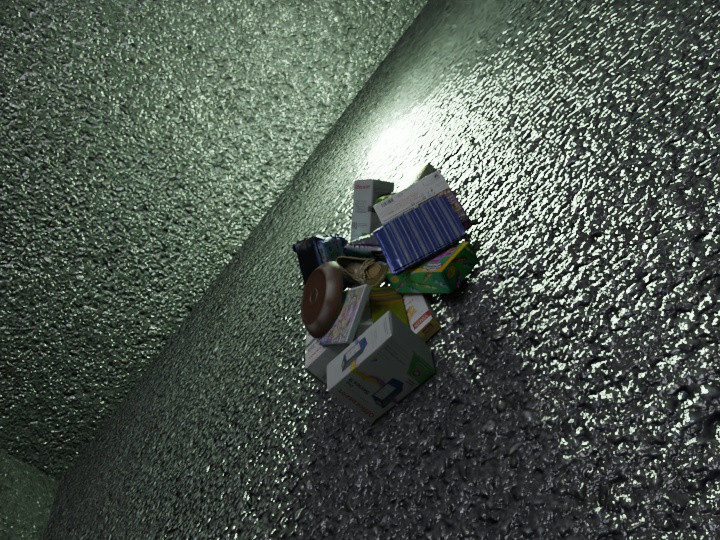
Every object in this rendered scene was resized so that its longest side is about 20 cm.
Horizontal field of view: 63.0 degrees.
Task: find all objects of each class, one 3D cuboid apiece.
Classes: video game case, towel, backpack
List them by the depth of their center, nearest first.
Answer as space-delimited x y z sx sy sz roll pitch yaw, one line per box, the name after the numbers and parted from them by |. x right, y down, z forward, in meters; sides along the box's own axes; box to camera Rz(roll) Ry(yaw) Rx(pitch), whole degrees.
0.139 -0.084 1.389 0.195 0.024 0.147 -27 53 2 | towel
0.066 0.094 1.389 0.083 0.019 0.202 -9 30 0 | towel
0.148 -0.135 1.448 0.196 0.036 0.184 -28 53 3 | video game case
-0.042 0.114 1.450 0.199 0.018 0.147 -21 48 66 | video game case
-0.082 -0.018 1.710 0.132 0.189 0.198 -15 -2 35 | backpack

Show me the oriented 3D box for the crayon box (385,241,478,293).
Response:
0.166 -0.006 1.386 0.118 0.059 0.197 -42 23 -30 | crayon box

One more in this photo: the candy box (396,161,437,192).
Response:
0.154 -0.232 1.822 0.203 0.055 0.115 -60 22 -16 | candy box

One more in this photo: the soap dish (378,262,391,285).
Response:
0.112 -0.068 1.568 0.205 0.079 0.157 -67 21 7 | soap dish

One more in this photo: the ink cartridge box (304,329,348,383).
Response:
-0.078 0.185 1.608 0.145 0.084 0.202 -43 26 19 | ink cartridge box

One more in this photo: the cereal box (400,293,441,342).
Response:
0.109 0.120 1.399 0.144 0.039 0.201 -46 22 13 | cereal box

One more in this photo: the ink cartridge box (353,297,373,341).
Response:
0.013 0.149 1.441 0.202 0.065 0.121 -102 18 -62 | ink cartridge box

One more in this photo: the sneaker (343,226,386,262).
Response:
0.035 -0.072 1.559 0.197 0.074 0.090 7 66 53 | sneaker

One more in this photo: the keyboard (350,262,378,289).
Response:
-0.015 0.059 1.567 0.201 0.011 0.056 -50 28 1 | keyboard

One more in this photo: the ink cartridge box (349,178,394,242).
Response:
0.035 -0.172 1.799 0.145 0.081 0.208 -164 77 -65 | ink cartridge box

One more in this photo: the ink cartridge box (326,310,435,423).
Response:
0.041 0.210 1.258 0.199 0.145 0.089 -41 25 21 | ink cartridge box

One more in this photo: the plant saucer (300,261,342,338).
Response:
-0.110 0.071 1.538 0.199 0.036 0.207 -37 45 48 | plant saucer

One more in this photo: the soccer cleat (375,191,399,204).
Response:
0.141 -0.206 1.712 0.193 0.069 0.082 -4 31 11 | soccer cleat

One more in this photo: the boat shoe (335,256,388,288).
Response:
0.001 -0.002 1.537 0.074 0.063 0.199 -54 28 -10 | boat shoe

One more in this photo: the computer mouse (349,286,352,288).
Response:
0.006 0.013 1.754 0.139 0.046 0.203 -10 46 60 | computer mouse
